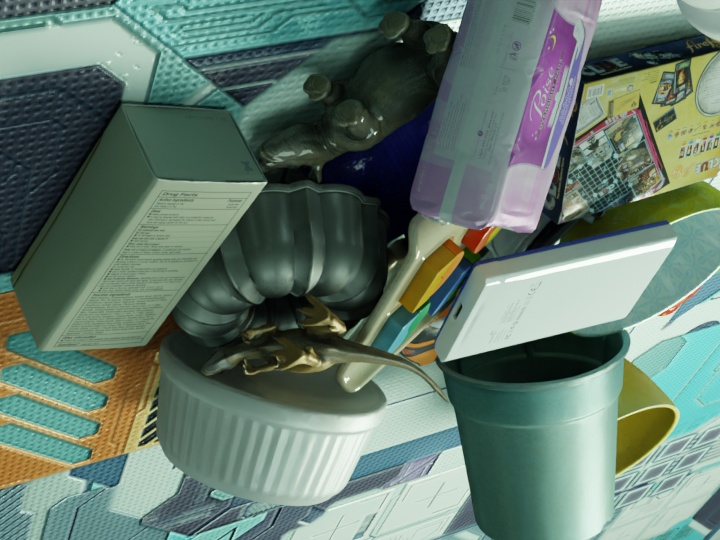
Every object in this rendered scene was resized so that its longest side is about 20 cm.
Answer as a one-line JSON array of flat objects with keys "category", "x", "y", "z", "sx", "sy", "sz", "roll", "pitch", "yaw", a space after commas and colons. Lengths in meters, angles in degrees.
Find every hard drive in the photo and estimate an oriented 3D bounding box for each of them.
[{"category": "hard drive", "x": 0.173, "y": 0.019, "z": 1.392, "sx": 0.198, "sy": 0.026, "sz": 0.132, "roll": -12, "pitch": 149, "yaw": -25}]

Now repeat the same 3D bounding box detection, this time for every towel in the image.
[{"category": "towel", "x": 0.059, "y": -0.088, "z": 1.301, "sx": 0.199, "sy": 0.050, "sz": 0.148, "roll": -30, "pitch": 154, "yaw": 1}]

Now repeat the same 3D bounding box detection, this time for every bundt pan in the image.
[{"category": "bundt pan", "x": -0.067, "y": 0.009, "z": 1.258, "sx": 0.200, "sy": 0.076, "sz": 0.202, "roll": -9, "pitch": 157, "yaw": -4}]

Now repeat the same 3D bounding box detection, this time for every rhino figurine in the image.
[{"category": "rhino figurine", "x": -0.002, "y": -0.122, "z": 1.170, "sx": 0.199, "sy": 0.060, "sz": 0.087, "roll": -35, "pitch": 162, "yaw": 18}]

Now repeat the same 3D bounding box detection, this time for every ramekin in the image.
[{"category": "ramekin", "x": -0.085, "y": 0.126, "z": 1.342, "sx": 0.201, "sy": 0.202, "sz": 0.095, "roll": 4, "pitch": 108, "yaw": -48}]

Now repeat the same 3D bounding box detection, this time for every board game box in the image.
[{"category": "board game box", "x": 0.247, "y": -0.127, "z": 1.367, "sx": 0.199, "sy": 0.035, "sz": 0.137, "roll": -16, "pitch": 128, "yaw": -32}]

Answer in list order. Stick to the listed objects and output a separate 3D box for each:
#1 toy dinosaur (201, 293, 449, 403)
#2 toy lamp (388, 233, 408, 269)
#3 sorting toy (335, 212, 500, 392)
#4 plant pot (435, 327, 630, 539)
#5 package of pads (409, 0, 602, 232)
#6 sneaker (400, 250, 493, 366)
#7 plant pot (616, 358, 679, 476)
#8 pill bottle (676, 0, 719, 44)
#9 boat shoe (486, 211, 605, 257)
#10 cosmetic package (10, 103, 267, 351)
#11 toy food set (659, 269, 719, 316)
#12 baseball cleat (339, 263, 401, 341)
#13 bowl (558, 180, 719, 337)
[{"category": "toy dinosaur", "x": -0.028, "y": 0.060, "z": 1.229, "sx": 0.198, "sy": 0.061, "sz": 0.106, "roll": 5, "pitch": 167, "yaw": 7}, {"category": "toy lamp", "x": 0.000, "y": 0.000, "z": 1.391, "sx": 0.199, "sy": 0.059, "sz": 0.058, "roll": -25, "pitch": 153, "yaw": -4}, {"category": "sorting toy", "x": 0.067, "y": -0.002, "z": 1.284, "sx": 0.185, "sy": 0.036, "sz": 0.201, "roll": -40, "pitch": 162, "yaw": -43}, {"category": "plant pot", "x": 0.182, "y": 0.166, "z": 1.609, "sx": 0.199, "sy": 0.200, "sz": 0.198, "roll": -16, "pitch": 112, "yaw": -25}, {"category": "package of pads", "x": 0.108, "y": -0.127, "z": 1.132, "sx": 0.120, "sy": 0.075, "sz": 0.202, "roll": -3, "pitch": 110, "yaw": -67}, {"category": "sneaker", "x": 0.108, "y": 0.035, "z": 1.554, "sx": 0.199, "sy": 0.078, "sz": 0.112, "roll": -9, "pitch": 158, "yaw": -34}, {"category": "plant pot", "x": 0.249, "y": 0.156, "z": 1.808, "sx": 0.199, "sy": 0.143, "sz": 0.201, "roll": -22, "pitch": 153, "yaw": -12}, {"category": "pill bottle", "x": 0.311, "y": -0.231, "z": 1.229, "sx": 0.114, "sy": 0.115, "sz": 0.199, "roll": -42, "pitch": 151, "yaw": 24}, {"category": "boat shoe", "x": 0.199, "y": -0.072, "z": 1.444, "sx": 0.199, "sy": 0.069, "sz": 0.072, "roll": -38, "pitch": 152, "yaw": 15}, {"category": "cosmetic package", "x": -0.168, "y": -0.028, "z": 1.154, "sx": 0.103, "sy": 0.073, "sz": 0.200, "roll": 0, "pitch": 141, "yaw": -44}, {"category": "toy food set", "x": 0.318, "y": 0.011, "z": 1.730, "sx": 0.199, "sy": 0.049, "sz": 0.198, "roll": -7, "pitch": 145, "yaw": -37}, {"category": "baseball cleat", "x": -0.007, "y": 0.057, "z": 1.476, "sx": 0.200, "sy": 0.070, "sz": 0.106, "roll": -46, "pitch": 178, "yaw": 4}, {"category": "bowl", "x": 0.263, "y": -0.037, "z": 1.525, "sx": 0.199, "sy": 0.108, "sz": 0.201, "roll": -23, "pitch": 153, "yaw": -12}]
